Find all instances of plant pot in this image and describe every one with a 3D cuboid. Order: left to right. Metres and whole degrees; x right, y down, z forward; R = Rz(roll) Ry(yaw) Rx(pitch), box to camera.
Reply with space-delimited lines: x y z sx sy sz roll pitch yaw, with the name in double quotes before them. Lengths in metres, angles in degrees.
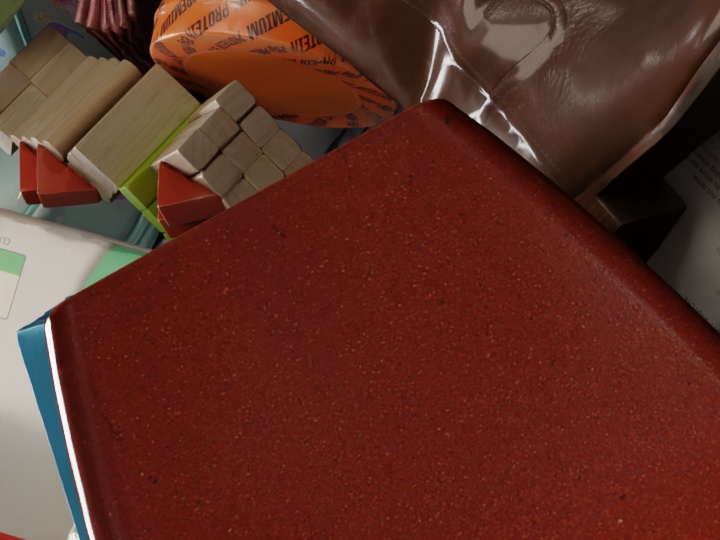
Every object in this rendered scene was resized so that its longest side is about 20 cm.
"plant pot" 0.013 0.070 0.818 0.200 0.200 0.176 -29 72 -6

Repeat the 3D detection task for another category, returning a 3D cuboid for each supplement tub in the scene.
"supplement tub" -0.010 -0.164 1.046 0.122 0.122 0.200 -1 70 45

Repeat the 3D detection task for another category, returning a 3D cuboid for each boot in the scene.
"boot" 0.053 -0.115 0.898 0.200 0.064 0.187 50 120 22

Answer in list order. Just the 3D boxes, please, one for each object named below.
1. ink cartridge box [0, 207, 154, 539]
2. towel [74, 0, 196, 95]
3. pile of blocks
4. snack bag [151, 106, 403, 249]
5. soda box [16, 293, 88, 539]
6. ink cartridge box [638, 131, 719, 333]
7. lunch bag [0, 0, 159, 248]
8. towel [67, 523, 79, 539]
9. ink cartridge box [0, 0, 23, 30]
"ink cartridge box" -0.109 0.088 1.049 0.161 0.050 0.200 15 83 13
"towel" -0.067 -0.178 1.124 0.023 0.144 0.201 11 85 10
"pile of blocks" -0.086 -0.035 1.046 0.062 0.082 0.200 -47 34 -15
"snack bag" 0.000 0.000 1.076 0.189 0.021 0.200 -49 46 23
"soda box" -0.051 0.101 0.950 0.068 0.064 0.200 -15 98 12
"ink cartridge box" 0.130 -0.085 0.913 0.196 0.043 0.200 49 118 30
"lunch bag" -0.171 -0.017 1.207 0.200 0.077 0.161 -50 46 23
"towel" -0.043 0.123 1.004 0.148 0.036 0.200 22 103 6
"ink cartridge box" -0.169 -0.155 1.134 0.146 0.048 0.200 -49 30 30
